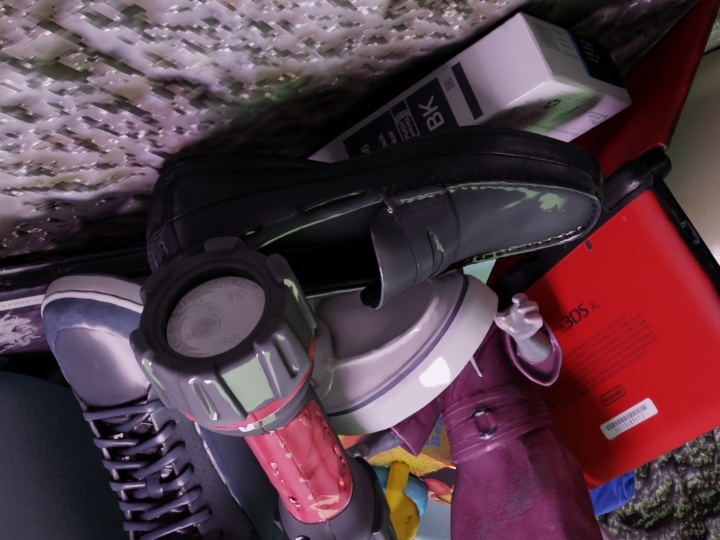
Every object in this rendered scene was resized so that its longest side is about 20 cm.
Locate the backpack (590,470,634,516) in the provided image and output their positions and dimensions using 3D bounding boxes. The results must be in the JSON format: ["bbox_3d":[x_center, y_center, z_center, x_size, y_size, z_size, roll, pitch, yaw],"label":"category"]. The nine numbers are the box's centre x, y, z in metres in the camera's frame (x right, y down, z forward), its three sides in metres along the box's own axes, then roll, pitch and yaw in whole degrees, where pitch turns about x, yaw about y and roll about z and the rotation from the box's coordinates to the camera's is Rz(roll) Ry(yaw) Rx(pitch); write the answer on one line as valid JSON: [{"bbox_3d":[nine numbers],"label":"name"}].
[{"bbox_3d":[0.104,0.101,1.050,0.198,0.165,0.167,1,-177,36],"label":"backpack"}]

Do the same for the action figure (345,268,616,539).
[{"bbox_3d":[0.077,0.080,0.700,0.133,0.202,0.148,-26,162,34],"label":"action figure"}]

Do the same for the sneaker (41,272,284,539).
[{"bbox_3d":[-0.090,0.110,0.626,0.076,0.147,0.203,-11,133,27],"label":"sneaker"}]

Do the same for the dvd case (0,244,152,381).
[{"bbox_3d":[-0.197,0.043,0.687,0.148,0.016,0.200,-11,162,-40],"label":"dvd case"}]

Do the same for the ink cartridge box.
[{"bbox_3d":[0.025,-0.049,0.673,0.199,0.040,0.099,-33,164,27],"label":"ink cartridge box"}]

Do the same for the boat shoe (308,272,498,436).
[{"bbox_3d":[-0.017,0.033,0.669,0.199,0.066,0.072,-19,-143,55],"label":"boat shoe"}]

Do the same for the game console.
[{"bbox_3d":[0.141,-0.005,0.712,0.118,0.173,0.200,-28,170,-28],"label":"game console"}]

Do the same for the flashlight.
[{"bbox_3d":[-0.029,0.073,0.578,0.068,0.067,0.201,-55,145,-27],"label":"flashlight"}]

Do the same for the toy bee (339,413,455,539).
[{"bbox_3d":[0.044,0.095,0.796,0.198,0.133,0.108,11,157,-41],"label":"toy bee"}]

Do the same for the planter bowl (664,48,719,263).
[{"bbox_3d":[0.228,-0.028,0.843,0.198,0.136,0.201,-21,159,-8],"label":"planter bowl"}]

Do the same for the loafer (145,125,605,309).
[{"bbox_3d":[0.010,-0.015,0.592,0.198,0.071,0.069,-5,141,-8],"label":"loafer"}]

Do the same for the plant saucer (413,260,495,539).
[{"bbox_3d":[0.074,0.076,0.891,0.199,0.203,0.039,-20,-151,-18],"label":"plant saucer"}]

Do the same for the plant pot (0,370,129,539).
[{"bbox_3d":[-0.207,0.161,0.696,0.199,0.198,0.196,-17,167,-44],"label":"plant pot"}]
